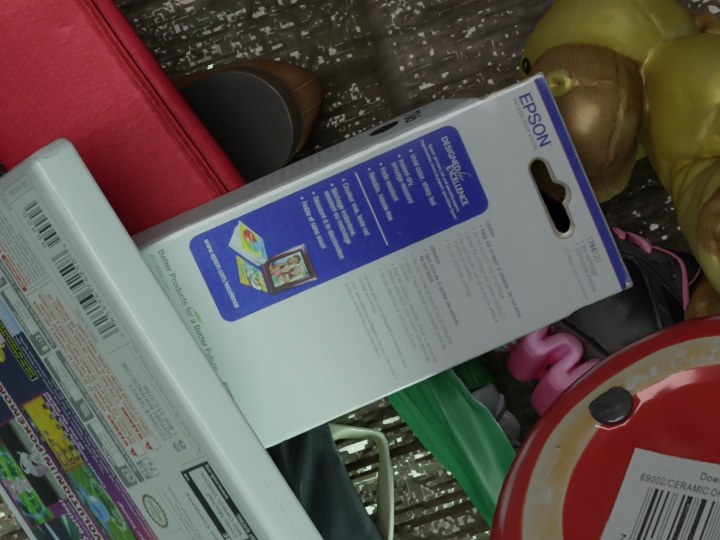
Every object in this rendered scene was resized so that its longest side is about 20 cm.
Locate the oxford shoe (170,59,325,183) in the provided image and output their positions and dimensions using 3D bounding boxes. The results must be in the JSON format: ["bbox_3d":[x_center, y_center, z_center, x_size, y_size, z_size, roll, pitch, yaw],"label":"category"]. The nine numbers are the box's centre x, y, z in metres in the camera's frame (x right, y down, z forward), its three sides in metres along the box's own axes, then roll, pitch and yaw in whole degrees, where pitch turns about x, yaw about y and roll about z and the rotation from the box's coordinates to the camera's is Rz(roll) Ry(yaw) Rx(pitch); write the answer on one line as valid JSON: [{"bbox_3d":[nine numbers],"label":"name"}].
[{"bbox_3d":[-0.104,-0.052,1.024,0.199,0.071,0.072,-10,104,25],"label":"oxford shoe"}]

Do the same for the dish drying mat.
[{"bbox_3d":[-0.096,-0.039,0.917,0.077,0.018,0.200,-35,104,6],"label":"dish drying mat"}]

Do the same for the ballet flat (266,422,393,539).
[{"bbox_3d":[-0.026,0.070,1.003,0.073,0.073,0.201,-21,73,9],"label":"ballet flat"}]

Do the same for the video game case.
[{"bbox_3d":[-0.111,0.060,0.913,0.023,0.182,0.200,-36,95,-36],"label":"video game case"}]

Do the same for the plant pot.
[{"bbox_3d":[0.157,0.123,0.834,0.200,0.183,0.201,-14,52,18],"label":"plant pot"}]

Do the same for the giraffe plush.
[{"bbox_3d":[0.135,-0.069,0.928,0.162,0.200,0.173,23,117,15],"label":"giraffe plush"}]

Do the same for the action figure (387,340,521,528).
[{"bbox_3d":[0.036,0.041,0.973,0.055,0.118,0.200,-28,81,-15],"label":"action figure"}]

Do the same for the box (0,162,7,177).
[{"bbox_3d":[-0.163,0.016,1.007,0.199,0.040,0.137,24,111,19],"label":"box"}]

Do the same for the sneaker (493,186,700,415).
[{"bbox_3d":[0.100,0.007,0.987,0.095,0.079,0.200,-33,83,-15],"label":"sneaker"}]

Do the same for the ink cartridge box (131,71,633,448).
[{"bbox_3d":[0.000,0.000,0.903,0.199,0.039,0.100,-22,103,5],"label":"ink cartridge box"}]
